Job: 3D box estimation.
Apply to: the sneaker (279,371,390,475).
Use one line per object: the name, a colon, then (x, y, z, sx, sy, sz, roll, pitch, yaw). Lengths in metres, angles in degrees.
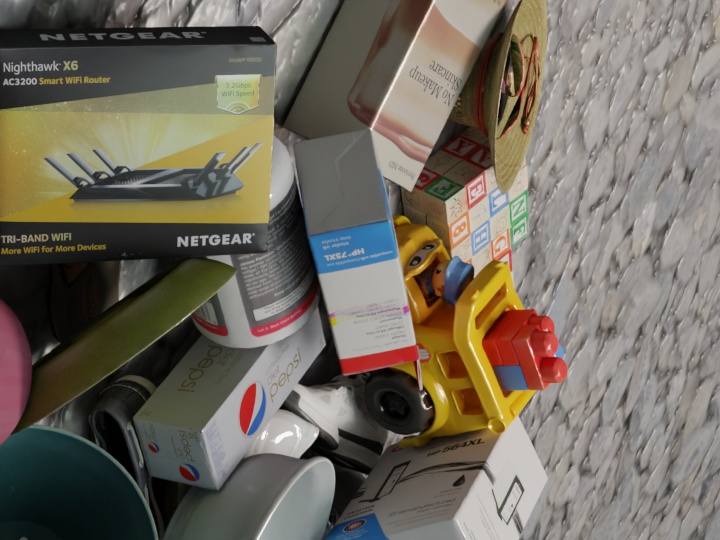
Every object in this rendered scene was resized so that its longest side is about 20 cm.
sneaker: (-0.023, 0.110, 1.597, 0.200, 0.075, 0.116, 42, 66, -56)

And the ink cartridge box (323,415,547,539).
ink cartridge box: (0.068, 0.219, 1.535, 0.084, 0.146, 0.200, 63, 28, -14)

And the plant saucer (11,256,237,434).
plant saucer: (-0.178, 0.046, 1.229, 0.200, 0.200, 0.031, -40, 98, -28)

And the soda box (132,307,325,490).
soda box: (-0.104, 0.089, 1.411, 0.200, 0.068, 0.064, -53, 141, -46)

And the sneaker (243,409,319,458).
sneaker: (-0.097, 0.213, 1.517, 0.088, 0.075, 0.200, 14, 114, -25)

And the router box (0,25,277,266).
router box: (-0.162, -0.088, 1.199, 0.199, 0.052, 0.158, -4, 113, -17)

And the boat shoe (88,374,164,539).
boat shoe: (-0.202, 0.187, 1.394, 0.063, 0.072, 0.201, -35, 134, -66)

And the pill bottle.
pill bottle: (-0.100, -0.044, 1.343, 0.111, 0.111, 0.200, -40, 140, -27)

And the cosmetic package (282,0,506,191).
cosmetic package: (0.033, -0.181, 1.438, 0.103, 0.087, 0.200, 21, 96, -56)

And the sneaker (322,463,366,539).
sneaker: (-0.035, 0.238, 1.612, 0.200, 0.115, 0.075, -16, 125, -46)

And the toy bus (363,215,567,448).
toy bus: (0.092, 0.050, 1.539, 0.136, 0.192, 0.200, -45, 118, -44)

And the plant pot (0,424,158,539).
plant pot: (-0.258, 0.228, 1.289, 0.200, 0.200, 0.135, -46, 177, -21)

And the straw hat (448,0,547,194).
straw hat: (0.105, -0.168, 1.534, 0.201, 0.085, 0.202, 11, 90, -75)

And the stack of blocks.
stack of blocks: (0.106, -0.028, 1.659, 0.115, 0.059, 0.200, -38, 138, -31)

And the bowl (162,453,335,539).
bowl: (-0.105, 0.229, 1.408, 0.201, 0.090, 0.201, -56, 161, -31)

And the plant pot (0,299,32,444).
plant pot: (-0.311, 0.063, 1.100, 0.200, 0.200, 0.179, -64, 161, 3)

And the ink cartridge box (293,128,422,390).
ink cartridge box: (0.000, 0.000, 1.385, 0.067, 0.116, 0.200, -12, 134, 1)

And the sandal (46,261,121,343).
sandal: (-0.204, -0.017, 1.279, 0.082, 0.055, 0.200, -29, 134, -38)

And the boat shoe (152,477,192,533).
boat shoe: (-0.156, 0.195, 1.468, 0.065, 0.073, 0.201, -15, 124, -40)
